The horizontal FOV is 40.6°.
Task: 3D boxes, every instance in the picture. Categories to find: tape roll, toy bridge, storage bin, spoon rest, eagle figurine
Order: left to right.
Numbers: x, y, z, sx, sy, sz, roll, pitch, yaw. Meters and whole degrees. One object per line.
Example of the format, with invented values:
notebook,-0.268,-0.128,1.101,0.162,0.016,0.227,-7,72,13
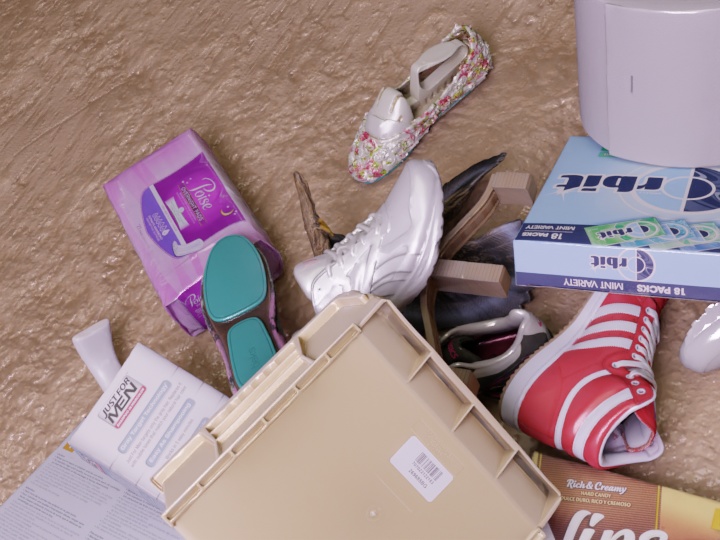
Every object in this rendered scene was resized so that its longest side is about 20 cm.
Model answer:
spoon rest,-0.193,0.128,0.894,0.099,0.061,0.200,-30,55,-28
storage bin,-0.001,0.150,0.658,0.198,0.200,0.094,-44,11,-7
eagle figurine,0.050,-0.023,0.873,0.197,0.151,0.154,-6,96,-17
toy bridge,0.086,0.005,0.774,0.066,0.027,0.202,5,62,30
tape roll,0.284,-0.201,0.829,0.199,0.141,0.204,-8,37,6

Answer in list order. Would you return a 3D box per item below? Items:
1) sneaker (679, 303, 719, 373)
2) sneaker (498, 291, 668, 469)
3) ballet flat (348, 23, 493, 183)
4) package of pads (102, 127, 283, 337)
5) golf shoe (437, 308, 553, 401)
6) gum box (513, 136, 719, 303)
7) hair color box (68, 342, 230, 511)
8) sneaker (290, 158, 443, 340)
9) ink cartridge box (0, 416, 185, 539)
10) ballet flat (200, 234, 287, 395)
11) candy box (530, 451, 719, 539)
sneaker,0.340,0.033,0.739,0.198,0.076,0.081,-30,71,7
sneaker,0.209,0.069,0.744,0.200,0.072,0.112,-43,42,-19
ballet flat,0.053,-0.177,0.990,0.200,0.064,0.075,-47,55,-10
package of pads,-0.171,-0.045,0.985,0.120,0.076,0.201,-34,53,-3
golf shoe,0.063,0.085,0.803,0.198,0.088,0.078,-26,54,6
gum box,0.231,-0.049,0.793,0.168,0.045,0.200,5,33,24
hair color box,-0.126,0.157,0.799,0.198,0.061,0.100,30,68,8
sneaker,0.000,0.000,0.772,0.078,0.098,0.202,-106,37,-73
ink cartridge box,-0.229,0.236,0.837,0.194,0.044,0.200,15,45,29
ballet flat,-0.094,0.055,0.844,0.068,0.072,0.201,-23,44,-2
candy box,0.201,0.213,0.683,0.198,0.057,0.118,12,65,27
